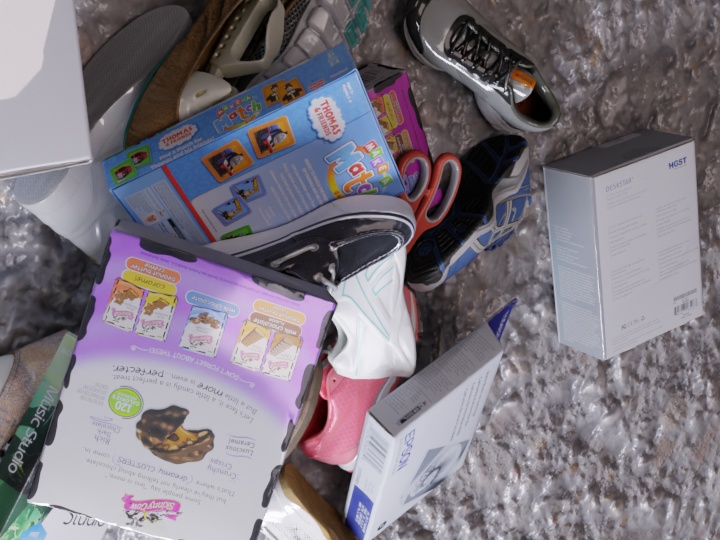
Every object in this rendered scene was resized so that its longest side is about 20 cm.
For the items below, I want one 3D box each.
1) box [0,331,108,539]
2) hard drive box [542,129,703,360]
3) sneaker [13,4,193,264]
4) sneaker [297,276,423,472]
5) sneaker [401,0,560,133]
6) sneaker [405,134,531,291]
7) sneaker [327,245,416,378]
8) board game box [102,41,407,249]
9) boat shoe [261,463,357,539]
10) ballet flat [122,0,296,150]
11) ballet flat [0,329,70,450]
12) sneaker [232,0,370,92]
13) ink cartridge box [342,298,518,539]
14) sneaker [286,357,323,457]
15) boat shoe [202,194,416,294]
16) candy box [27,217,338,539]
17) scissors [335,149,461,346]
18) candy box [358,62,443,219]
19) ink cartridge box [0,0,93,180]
[{"bbox_3d":[-0.231,0.158,0.933,0.203,0.036,0.144,-65,157,-4],"label":"box"},{"bbox_3d":[0.283,-0.030,1.241,0.154,0.076,0.204,-19,113,-29],"label":"hard drive box"},{"bbox_3d":[-0.179,-0.104,0.930,0.201,0.073,0.116,-56,140,-14],"label":"sneaker"},{"bbox_3d":[-0.005,0.090,1.084,0.086,0.073,0.204,13,95,-33],"label":"sneaker"},{"bbox_3d":[0.118,-0.198,1.088,0.199,0.079,0.075,35,84,-33],"label":"sneaker"},{"bbox_3d":[0.112,-0.043,1.110,0.200,0.075,0.078,-48,131,-30],"label":"sneaker"},{"bbox_3d":[0.000,0.000,0.996,0.079,0.070,0.204,-7,102,-5],"label":"sneaker"},{"bbox_3d":[-0.075,-0.072,0.893,0.197,0.037,0.152,-25,144,2],"label":"board game box"},{"bbox_3d":[-0.051,0.259,1.107,0.069,0.071,0.201,-29,128,5],"label":"boat shoe"},{"bbox_3d":[-0.105,-0.155,0.886,0.202,0.071,0.068,-60,149,-21],"label":"ballet flat"},{"bbox_3d":[-0.299,0.122,0.903,0.067,0.068,0.202,35,81,-25],"label":"ballet flat"},{"bbox_3d":[-0.074,-0.172,0.961,0.201,0.090,0.078,-55,145,-18],"label":"sneaker"},{"bbox_3d":[0.074,0.144,1.093,0.199,0.041,0.201,-35,153,-30],"label":"ink cartridge box"},{"bbox_3d":[-0.108,0.146,1.031,0.075,0.070,0.202,37,81,-33],"label":"sneaker"},{"bbox_3d":[-0.044,0.000,0.909,0.197,0.068,0.072,-15,141,-10],"label":"boat shoe"},{"bbox_3d":[-0.128,0.087,0.839,0.165,0.072,0.203,19,95,-11],"label":"candy box"},{"bbox_3d":[0.037,-0.014,1.051,0.072,0.014,0.203,15,97,-39],"label":"scissors"},{"bbox_3d":[-0.032,-0.077,1.029,0.199,0.061,0.138,-32,120,-24],"label":"candy box"},{"bbox_3d":[-0.282,-0.143,0.762,0.144,0.199,0.150,-13,110,-30],"label":"ink cartridge box"}]
